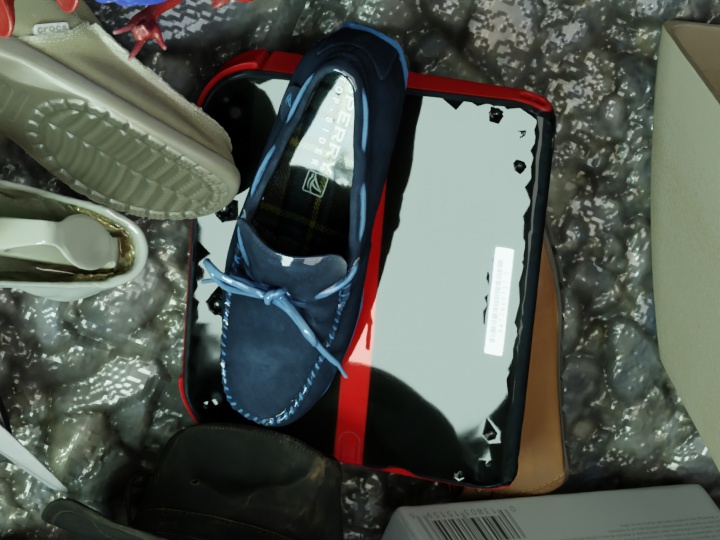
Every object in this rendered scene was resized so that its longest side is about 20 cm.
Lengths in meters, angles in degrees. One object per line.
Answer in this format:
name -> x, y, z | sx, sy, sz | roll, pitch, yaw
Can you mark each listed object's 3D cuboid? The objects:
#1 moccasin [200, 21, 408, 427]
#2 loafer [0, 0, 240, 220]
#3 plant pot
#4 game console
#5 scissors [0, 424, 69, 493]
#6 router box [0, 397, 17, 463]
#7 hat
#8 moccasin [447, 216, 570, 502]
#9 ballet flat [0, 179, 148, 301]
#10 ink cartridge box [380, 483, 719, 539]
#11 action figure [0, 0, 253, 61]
moccasin -> -0.034, -0.017, 1.095 | 0.080, 0.068, 0.201 | 14, 110, 11
loafer -> -0.138, -0.093, 1.092 | 0.200, 0.068, 0.076 | 30, 144, -17
plant pot -> 0.245, 0.006, 1.160 | 0.199, 0.200, 0.177 | 5, 118, -14
game console -> 0.000, 0.000, 1.144 | 0.176, 0.031, 0.201 | 9, 108, 12
scissors -> -0.209, 0.040, 1.102 | 0.200, 0.014, 0.073 | 27, 100, -20
router box -> -0.269, 0.021, 1.118 | 0.157, 0.052, 0.200 | -19, 111, -6
hat -> -0.051, 0.120, 1.145 | 0.200, 0.201, 0.081 | 28, 74, -19
moccasin -> 0.057, 0.025, 1.186 | 0.078, 0.074, 0.202 | -14, 120, -16
ballet flat -> -0.175, -0.020, 1.072 | 0.200, 0.069, 0.070 | 9, 109, -50
ink cartridge box -> 0.130, 0.181, 1.164 | 0.200, 0.174, 0.044 | -1, 129, -33
action figure -> -0.081, -0.131, 1.061 | 0.065, 0.200, 0.052 | -21, 89, 38
